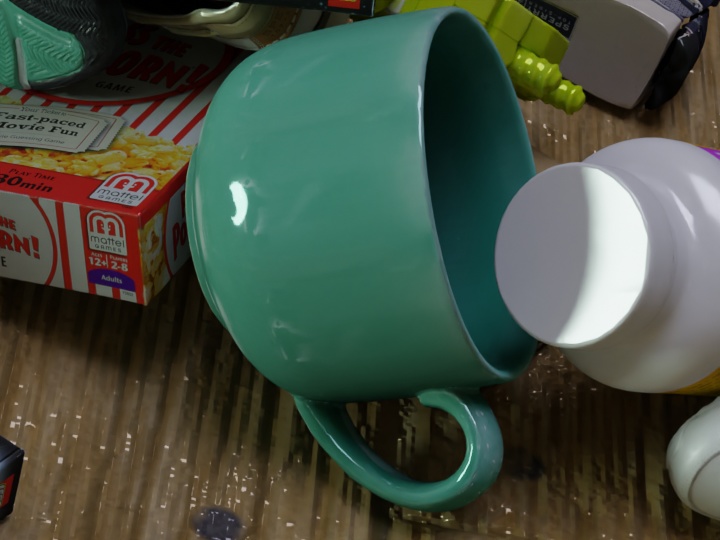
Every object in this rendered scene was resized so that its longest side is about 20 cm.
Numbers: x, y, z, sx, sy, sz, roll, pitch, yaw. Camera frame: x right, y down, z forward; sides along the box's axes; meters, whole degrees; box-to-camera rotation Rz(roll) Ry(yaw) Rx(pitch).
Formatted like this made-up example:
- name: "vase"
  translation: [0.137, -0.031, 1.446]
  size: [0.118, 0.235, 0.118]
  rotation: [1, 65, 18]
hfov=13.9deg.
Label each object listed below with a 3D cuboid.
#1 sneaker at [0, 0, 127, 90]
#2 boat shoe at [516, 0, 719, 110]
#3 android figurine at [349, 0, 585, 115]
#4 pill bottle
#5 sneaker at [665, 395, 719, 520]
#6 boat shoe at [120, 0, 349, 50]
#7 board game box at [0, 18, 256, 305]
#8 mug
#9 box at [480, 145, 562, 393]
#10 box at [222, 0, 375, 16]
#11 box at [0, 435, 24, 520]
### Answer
- name: "sneaker"
  translation: [-0.166, -0.134, 1.294]
  size: [0.200, 0.074, 0.088]
  rotation: [16, 31, 33]
- name: "boat shoe"
  translation: [0.090, -0.154, 1.501]
  size: [0.200, 0.075, 0.093]
  rotation: [34, 32, 10]
- name: "android figurine"
  translation: [0.015, -0.126, 1.376]
  size: [0.200, 0.041, 0.182]
  rotation: [29, 0, 18]
- name: "pill bottle"
  translation: [0.140, 0.000, 1.226]
  size: [0.104, 0.104, 0.200]
  rotation: [42, 20, 31]
- name: "sneaker"
  translation: [0.223, 0.102, 1.203]
  size: [0.200, 0.078, 0.099]
  rotation: [10, 40, -7]
- name: "boat shoe"
  translation: [-0.097, -0.149, 1.295]
  size: [0.200, 0.075, 0.068]
  rotation: [23, 13, 35]
- name: "board game box"
  translation: [-0.117, -0.063, 1.284]
  size: [0.151, 0.046, 0.200]
  rotation: [10, 33, 20]
- name: "mug"
  translation: [-0.003, -0.010, 1.190]
  size: [0.114, 0.152, 0.185]
  rotation: [-8, 52, 20]
- name: "box"
  translation: [0.016, -0.031, 1.342]
  size: [0.200, 0.021, 0.163]
  rotation: [33, 40, 20]
- name: "box"
  translation: [-0.086, -0.167, 1.235]
  size: [0.200, 0.038, 0.137]
  rotation: [6, 38, 2]
- name: "box"
  translation: [-0.240, 0.054, 1.123]
  size: [0.200, 0.035, 0.110]
  rotation: [31, 38, 19]
